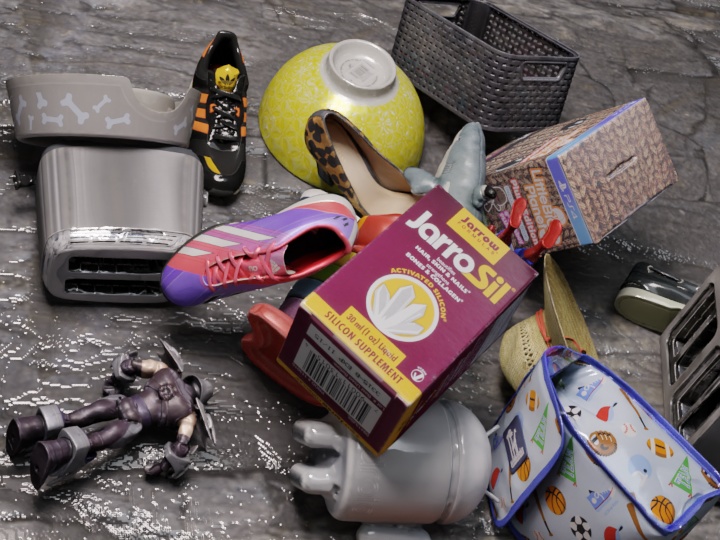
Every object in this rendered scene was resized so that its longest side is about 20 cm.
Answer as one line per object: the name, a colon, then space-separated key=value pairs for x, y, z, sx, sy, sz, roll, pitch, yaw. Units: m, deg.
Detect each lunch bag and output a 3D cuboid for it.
lunch bag: x=0.205 y=0.191 z=1.268 sx=0.123 sy=0.171 sz=0.200 roll=-23 pitch=63 yaw=-38

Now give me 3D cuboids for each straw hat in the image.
straw hat: x=0.187 y=0.093 z=1.391 sx=0.084 sy=0.201 sz=0.203 roll=-22 pitch=51 yaw=16

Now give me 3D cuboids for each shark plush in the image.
shark plush: x=0.100 y=-0.065 z=1.355 sx=0.091 sy=0.083 sz=0.201 roll=37 pitch=29 yaw=-20

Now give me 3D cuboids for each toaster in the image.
toaster: x=-0.243 y=-0.047 z=1.348 sx=0.197 sy=0.114 sz=0.131 roll=3 pitch=53 yaw=-19
toaster: x=0.387 y=0.112 z=1.376 sx=0.117 sy=0.201 sz=0.183 roll=16 pitch=48 yaw=-11

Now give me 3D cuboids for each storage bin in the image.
storage bin: x=0.141 y=-0.245 z=1.606 sx=0.134 sy=0.095 sz=0.200 roll=-5 pitch=31 yaw=-38

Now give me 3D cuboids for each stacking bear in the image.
stacking bear: x=-0.008 y=0.023 z=1.334 sx=0.113 sy=0.122 sz=0.200 roll=39 pitch=66 yaw=7

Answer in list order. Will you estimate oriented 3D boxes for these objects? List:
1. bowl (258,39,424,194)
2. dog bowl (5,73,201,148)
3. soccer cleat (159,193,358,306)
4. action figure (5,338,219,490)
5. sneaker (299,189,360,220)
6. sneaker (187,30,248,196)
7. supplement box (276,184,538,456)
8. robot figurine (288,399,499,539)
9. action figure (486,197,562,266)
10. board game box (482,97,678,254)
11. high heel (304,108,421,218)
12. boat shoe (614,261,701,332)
bowl: x=-0.009 y=-0.195 z=1.555 sx=0.197 sy=0.108 sz=0.202 roll=10 pitch=49 yaw=-12
dog bowl: x=-0.260 y=-0.156 z=1.394 sx=0.197 sy=0.200 sz=0.060 roll=3 pitch=90 yaw=-17
soccer cleat: x=-0.096 y=-0.011 z=1.272 sx=0.197 sy=0.069 sz=0.073 roll=-20 pitch=25 yaw=5
action figure: x=-0.214 y=0.133 z=1.242 sx=0.198 sy=0.070 sz=0.130 roll=-15 pitch=51 yaw=-33
sneaker: x=0.000 y=0.000 z=1.431 sx=0.198 sy=0.077 sz=0.081 roll=31 pitch=60 yaw=13
sneaker: x=-0.156 y=-0.175 z=1.499 sx=0.069 sy=0.091 sz=0.202 roll=6 pitch=50 yaw=-14
supplement box: x=0.043 y=0.042 z=1.214 sx=0.131 sy=0.104 sz=0.200 roll=40 pitch=54 yaw=11
robot figurine: x=0.036 y=0.174 z=1.259 sx=0.197 sy=0.113 sz=0.172 roll=4 pitch=91 yaw=-15
action figure: x=0.146 y=-0.012 z=1.399 sx=0.065 sy=0.200 sz=0.052 roll=27 pitch=63 yaw=-4
board game box: x=0.206 y=-0.090 z=1.470 sx=0.159 sy=0.199 sz=0.098 roll=-33 pitch=102 yaw=-37
high heel: x=0.025 y=-0.086 z=1.409 sx=0.199 sy=0.143 sz=0.072 roll=34 pitch=75 yaw=15
boat shoe: x=0.381 y=0.045 z=1.513 sx=0.197 sy=0.075 sz=0.067 roll=19 pitch=59 yaw=9
